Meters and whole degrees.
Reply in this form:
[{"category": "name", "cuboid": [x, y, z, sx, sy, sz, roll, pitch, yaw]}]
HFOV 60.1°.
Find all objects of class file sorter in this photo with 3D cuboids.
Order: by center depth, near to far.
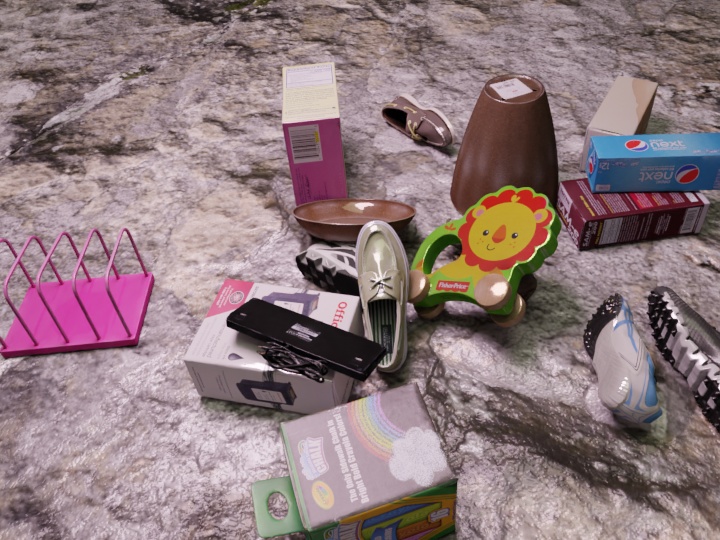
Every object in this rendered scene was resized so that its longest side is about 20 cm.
[{"category": "file sorter", "cuboid": [-0.428, 0.024, 0.908, 0.197, 0.126, 0.140, -6, 43, 1]}]

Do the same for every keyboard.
[{"category": "keyboard", "cuboid": [-0.075, 0.094, 0.749, 0.198, 0.040, 0.104, 18, 26, 22]}]

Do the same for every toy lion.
[{"category": "toy lion", "cuboid": [0.166, -0.028, 0.848, 0.198, 0.069, 0.193, 2, 62, 41]}]

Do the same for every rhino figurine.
[{"category": "rhino figurine", "cuboid": [0.183, -0.016, 0.925, 0.087, 0.060, 0.201, -25, 49, -10]}]

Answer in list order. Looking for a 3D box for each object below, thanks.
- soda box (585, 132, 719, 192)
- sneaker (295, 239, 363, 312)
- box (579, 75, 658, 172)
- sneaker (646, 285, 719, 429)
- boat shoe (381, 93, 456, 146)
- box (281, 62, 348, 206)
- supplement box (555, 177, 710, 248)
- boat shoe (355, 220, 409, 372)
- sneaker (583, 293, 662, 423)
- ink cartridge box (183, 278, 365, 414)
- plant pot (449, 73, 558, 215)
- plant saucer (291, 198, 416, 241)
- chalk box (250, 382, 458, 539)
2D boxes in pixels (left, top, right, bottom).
[{"category": "soda box", "cuboid": [0.458, -0.166, 0.961, 0.197, 0.065, 0.068, 0, 41, 7]}, {"category": "sneaker", "cuboid": [0.000, 0.000, 0.921, 0.199, 0.075, 0.088, 31, 56, 32]}, {"category": "box", "cuboid": [0.468, -0.261, 1.127, 0.077, 0.096, 0.200, 19, 51, 24]}, {"category": "sneaker", "cuboid": [0.435, 0.099, 0.777, 0.089, 0.067, 0.201, -8, 47, -6]}, {"category": "boat shoe", "cuboid": [0.111, -0.286, 1.212, 0.059, 0.072, 0.200, -28, 44, -14]}, {"category": "box", "cuboid": [-0.080, -0.240, 1.106, 0.095, 0.177, 0.201, -6, 43, 0]}, {"category": "supplement box", "cuboid": [0.425, -0.101, 0.987, 0.197, 0.061, 0.109, -7, 43, -2]}, {"category": "boat shoe", "cuboid": [0.033, 0.032, 0.814, 0.071, 0.062, 0.203, -8, 84, 4]}, {"category": "sneaker", "cuboid": [0.331, 0.108, 0.785, 0.072, 0.072, 0.201, 31, 38, -11]}, {"category": "ink cartridge box", "cuboid": [-0.105, 0.099, 0.821, 0.197, 0.085, 0.146, 7, 46, 12]}, {"category": "plant pot", "cuboid": [0.240, -0.206, 1.017, 0.184, 0.201, 0.188, -4, 43, 3]}, {"category": "plant saucer", "cuboid": [-0.010, -0.080, 0.990, 0.198, 0.037, 0.201, 0, 16, 0]}, {"category": "chalk box", "cuboid": [-0.012, 0.226, 0.652, 0.198, 0.125, 0.125, -15, 45, -8]}]
